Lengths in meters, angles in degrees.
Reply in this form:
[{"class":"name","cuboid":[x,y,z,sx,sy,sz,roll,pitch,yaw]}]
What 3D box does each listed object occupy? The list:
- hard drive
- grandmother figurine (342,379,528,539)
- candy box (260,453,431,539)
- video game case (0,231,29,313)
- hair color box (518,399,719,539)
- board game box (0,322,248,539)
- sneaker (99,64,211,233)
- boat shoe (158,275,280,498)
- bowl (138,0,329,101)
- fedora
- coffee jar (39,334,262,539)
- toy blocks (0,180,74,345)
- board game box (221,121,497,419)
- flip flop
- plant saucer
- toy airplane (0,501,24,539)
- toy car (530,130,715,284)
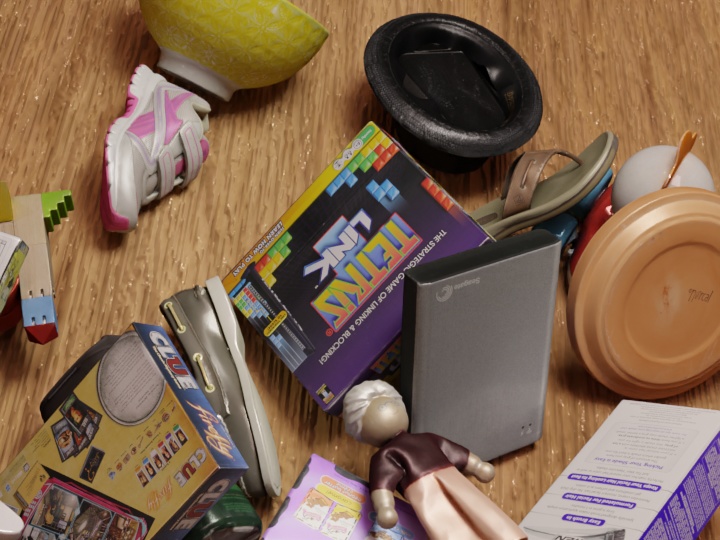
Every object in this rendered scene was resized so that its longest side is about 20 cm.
[{"class":"hard drive","cuboid":[0.095,0.072,1.171,0.139,0.200,0.033,-17,34,-27]},{"class":"grandmother figurine","cuboid":[0.056,0.161,1.089,0.121,0.061,0.200,-4,43,-47]},{"class":"candy box","cuboid":[-0.012,0.262,1.062,0.168,0.072,0.200,27,48,7]},{"class":"video game case","cuboid":[-0.386,0.028,1.111,0.200,0.036,0.182,18,76,6]},{"class":"hair color box","cuboid":[0.220,0.191,1.164,0.109,0.065,0.200,3,32,43]},{"class":"board game box","cuboid":[-0.183,0.155,1.028,0.035,0.200,0.136,12,36,-55]},{"class":"sneaker","cuboid":[-0.188,-0.111,1.323,0.088,0.081,0.200,14,49,-3]},{"class":"boat shoe","cuboid":[-0.115,0.101,1.174,0.060,0.072,0.202,-18,63,-3]},{"class":"bowl","cuboid":[-0.143,-0.232,1.406,0.200,0.200,0.108,27,90,7]},{"class":"fedora","cuboid":[0.085,-0.168,1.444,0.200,0.092,0.201,8,49,-9]},{"class":"coffee jar","cuboid":[-0.165,0.149,1.091,0.085,0.104,0.200,15,35,-56]},{"class":"toy blocks","cuboid":[-0.331,0.015,1.174,0.200,0.100,0.137,-8,61,-9]},{"class":"board game box","cuboid":[0.000,0.000,1.212,0.200,0.057,0.165,-47,59,7]},{"class":"flip flop","cuboid":[0.152,-0.078,1.339,0.058,0.200,0.081,58,16,-16]},{"class":"plant saucer","cuboid":[0.279,0.024,1.273,0.200,0.201,0.032,-6,23,-21]},{"class":"toy airplane","cuboid":[-0.325,0.185,0.975,0.200,0.141,0.199,-2,56,-10]},{"class":"toy car","cuboid":[0.283,-0.063,1.340,0.184,0.200,0.177,32,49,11]}]
